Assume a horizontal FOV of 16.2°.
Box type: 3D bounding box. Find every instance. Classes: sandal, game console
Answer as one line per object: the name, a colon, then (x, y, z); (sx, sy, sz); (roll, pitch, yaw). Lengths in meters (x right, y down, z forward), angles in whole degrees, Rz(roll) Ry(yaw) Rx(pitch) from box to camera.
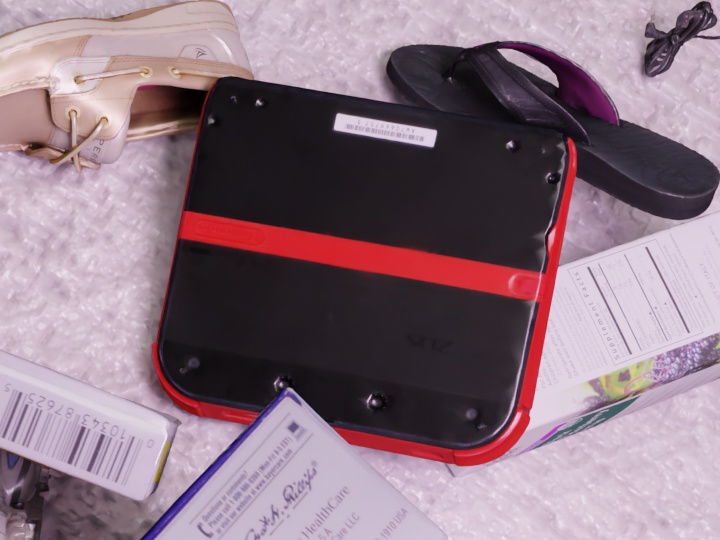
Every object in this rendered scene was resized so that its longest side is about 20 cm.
sandal: (0.111, -0.093, 1.414); (0.200, 0.048, 0.075); (24, 35, 15)
game console: (0.000, 0.000, 1.303); (0.199, 0.031, 0.178); (10, 79, 9)

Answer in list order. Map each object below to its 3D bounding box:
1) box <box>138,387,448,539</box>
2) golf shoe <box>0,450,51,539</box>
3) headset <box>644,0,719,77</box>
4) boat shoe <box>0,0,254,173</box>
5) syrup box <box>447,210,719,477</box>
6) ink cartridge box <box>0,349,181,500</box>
box: (-0.081, 0.178, 1.154); (0.105, 0.200, 0.184); (43, 58, 1)
golf shoe: (-0.197, 0.127, 1.178); (0.097, 0.079, 0.200); (9, 28, -7)
headset: (0.251, -0.168, 1.543); (0.200, 0.094, 0.124); (-25, 74, -46)
boat shoe: (-0.140, -0.088, 1.325); (0.199, 0.074, 0.069); (-18, 69, -29)
syrup box: (0.130, 0.038, 1.379); (0.199, 0.079, 0.082); (-19, 76, -29)
ink cartridge box: (-0.179, 0.052, 1.147); (0.197, 0.200, 0.047); (20, 83, -1)
